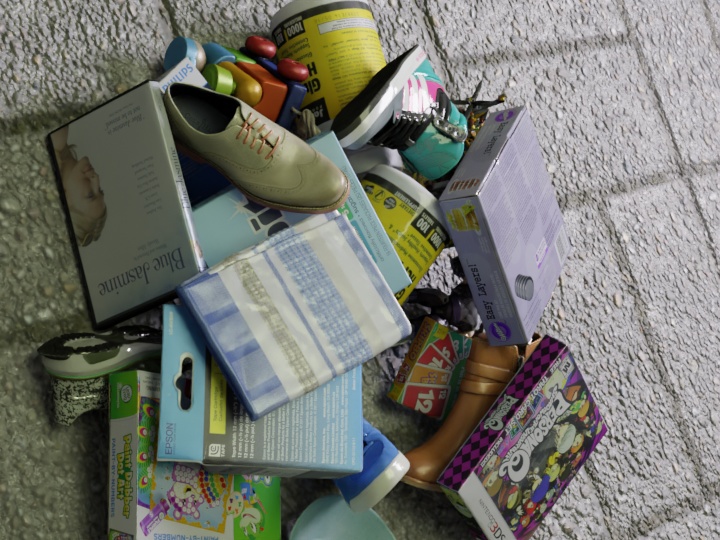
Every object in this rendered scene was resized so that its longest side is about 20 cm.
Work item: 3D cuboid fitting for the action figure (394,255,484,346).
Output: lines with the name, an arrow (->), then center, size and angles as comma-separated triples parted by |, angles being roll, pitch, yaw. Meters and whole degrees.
action figure -> 0.087, 0.045, 1.905 | 0.198, 0.069, 0.132 | -4, 93, -34

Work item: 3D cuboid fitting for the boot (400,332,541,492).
boot -> 0.119, 0.147, 1.832 | 0.198, 0.076, 0.157 | -6, 113, -35

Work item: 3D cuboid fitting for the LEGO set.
LEGO set -> 0.079, -0.116, 1.914 | 0.116, 0.153, 0.201 | 48, 53, -39

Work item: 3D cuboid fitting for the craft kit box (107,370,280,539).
craft kit box -> -0.152, 0.202, 1.603 | 0.199, 0.048, 0.200 | 13, 74, -50

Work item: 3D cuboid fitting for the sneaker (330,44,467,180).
sneaker -> 0.046, -0.141, 1.761 | 0.121, 0.083, 0.200 | 53, 35, -10

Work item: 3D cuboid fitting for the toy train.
toy train -> -0.111, -0.179, 1.747 | 0.115, 0.200, 0.085 | 10, 110, -39

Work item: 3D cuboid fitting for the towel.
towel -> -0.059, 0.036, 1.583 | 0.199, 0.024, 0.148 | -28, 81, -33

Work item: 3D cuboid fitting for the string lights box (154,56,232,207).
string lights box -> -0.154, -0.103, 1.731 | 0.201, 0.102, 0.059 | 52, 48, -12

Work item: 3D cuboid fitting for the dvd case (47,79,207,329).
dvd case -> -0.221, -0.060, 1.626 | 0.017, 0.142, 0.202 | -1, 73, -56

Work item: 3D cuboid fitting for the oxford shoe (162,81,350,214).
oxford shoe -> -0.102, -0.114, 1.613 | 0.198, 0.074, 0.071 | 24, 71, 7

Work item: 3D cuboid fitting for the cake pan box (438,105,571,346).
cake pan box -> 0.159, -0.050, 1.831 | 0.201, 0.052, 0.186 | -59, 136, -49

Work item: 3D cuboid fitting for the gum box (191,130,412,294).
gum box -> -0.076, -0.013, 1.676 | 0.199, 0.045, 0.171 | -30, 100, -9

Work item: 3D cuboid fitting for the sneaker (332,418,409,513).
sneaker -> -0.020, 0.166, 1.695 | 0.077, 0.200, 0.111 | -42, 98, -3

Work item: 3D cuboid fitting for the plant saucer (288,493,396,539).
plant saucer -> -0.020, 0.325, 1.703 | 0.200, 0.038, 0.203 | 29, 51, -42

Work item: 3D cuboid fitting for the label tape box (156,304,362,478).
label tape box -> -0.098, 0.114, 1.593 | 0.198, 0.066, 0.145 | 6, 76, -22

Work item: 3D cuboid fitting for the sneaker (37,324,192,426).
sneaker -> -0.220, 0.103, 1.627 | 0.199, 0.077, 0.090 | -3, 105, -44

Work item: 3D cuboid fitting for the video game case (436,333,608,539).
video game case -> 0.177, 0.196, 1.843 | 0.200, 0.036, 0.182 | -51, 141, -17

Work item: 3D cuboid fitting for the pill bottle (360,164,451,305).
pill bottle -> 0.000, 0.000, 1.777 | 0.112, 0.112, 0.201 | 40, 81, -22

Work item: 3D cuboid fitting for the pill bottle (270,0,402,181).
pill bottle -> -0.021, -0.193, 1.872 | 0.112, 0.112, 0.202 | -7, 77, -43

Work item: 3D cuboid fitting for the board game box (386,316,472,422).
board game box -> 0.123, 0.129, 1.895 | 0.199, 0.030, 0.096 | 26, 91, -41
